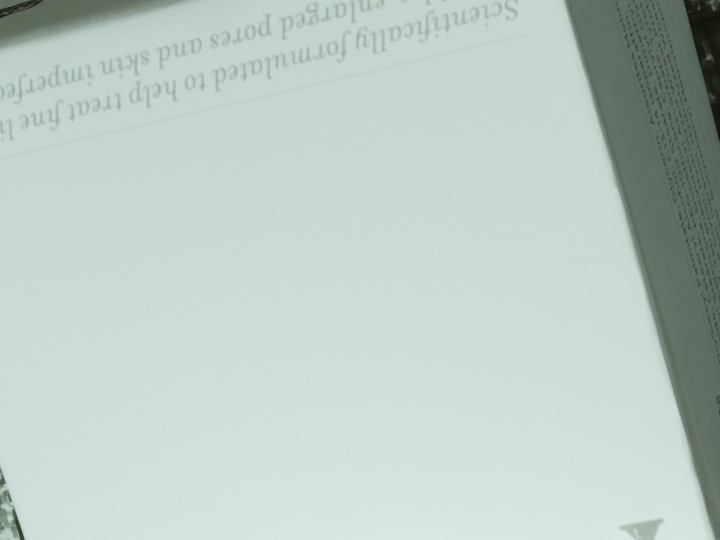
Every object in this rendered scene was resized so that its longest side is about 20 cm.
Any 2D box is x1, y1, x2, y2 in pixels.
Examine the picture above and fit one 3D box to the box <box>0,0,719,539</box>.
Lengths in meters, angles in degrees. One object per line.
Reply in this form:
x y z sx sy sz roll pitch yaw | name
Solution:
0.000 0.000 0.809 0.198 0.131 0.201 -12 106 19 | box
